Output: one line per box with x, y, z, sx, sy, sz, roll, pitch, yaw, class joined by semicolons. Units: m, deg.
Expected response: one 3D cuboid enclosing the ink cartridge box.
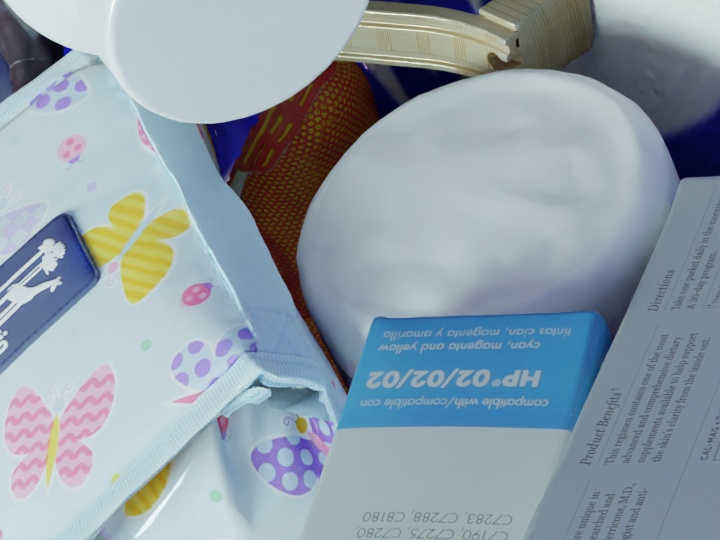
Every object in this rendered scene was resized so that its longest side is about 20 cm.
0.023;0.122;0.652;0.068;0.201;0.115;-1;137;24;ink cartridge box

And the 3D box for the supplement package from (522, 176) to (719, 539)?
0.121;0.091;0.653;0.110;0.200;0.156;-2;123;25;supplement package

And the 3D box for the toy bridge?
-0.022;-0.100;0.834;0.200;0.067;0.027;31;144;37;toy bridge

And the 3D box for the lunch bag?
-0.081;0.052;0.798;0.170;0.127;0.201;60;138;42;lunch bag

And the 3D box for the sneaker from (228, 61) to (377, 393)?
0.000;0.000;0.908;0.077;0.073;0.200;25;150;22;sneaker

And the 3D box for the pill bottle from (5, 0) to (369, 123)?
-0.075;-0.133;0.781;0.200;0.111;0.112;54;157;40;pill bottle

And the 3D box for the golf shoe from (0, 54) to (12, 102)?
-0.141;-0.030;1.105;0.094;0.078;0.201;-1;111;17;golf shoe

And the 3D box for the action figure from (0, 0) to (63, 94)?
-0.124;-0.107;0.970;0.130;0.069;0.201;135;121;-79;action figure

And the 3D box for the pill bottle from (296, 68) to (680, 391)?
0.064;0.046;0.797;0.112;0.112;0.200;26;154;42;pill bottle
